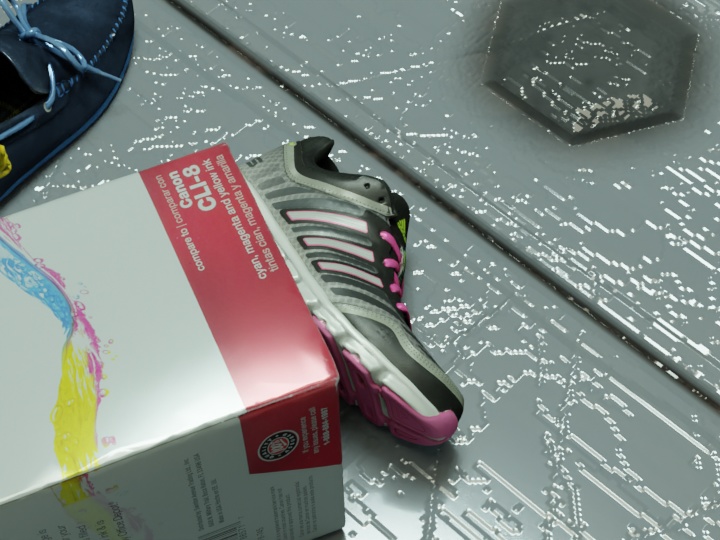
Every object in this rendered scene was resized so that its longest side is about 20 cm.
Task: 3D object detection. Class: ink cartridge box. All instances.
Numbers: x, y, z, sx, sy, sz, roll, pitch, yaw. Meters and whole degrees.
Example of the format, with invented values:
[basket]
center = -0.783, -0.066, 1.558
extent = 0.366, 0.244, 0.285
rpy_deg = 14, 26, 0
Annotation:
[ink cartridge box]
center = -0.125, 0.064, 0.768
extent = 0.200, 0.145, 0.145
rpy_deg = -20, 59, -13

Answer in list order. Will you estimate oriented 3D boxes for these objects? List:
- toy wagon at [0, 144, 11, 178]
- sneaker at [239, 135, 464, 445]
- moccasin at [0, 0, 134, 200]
[toy wagon]
center = -0.250, 0.002, 0.811
extent = 0.200, 0.155, 0.040
rpy_deg = -32, 89, -20
[sneaker]
center = 0.000, 0.000, 0.851
extent = 0.087, 0.074, 0.200
rpy_deg = -34, 57, -13
[moccasin]
center = -0.187, -0.099, 0.924
extent = 0.080, 0.068, 0.200
rpy_deg = 22, 59, 15
